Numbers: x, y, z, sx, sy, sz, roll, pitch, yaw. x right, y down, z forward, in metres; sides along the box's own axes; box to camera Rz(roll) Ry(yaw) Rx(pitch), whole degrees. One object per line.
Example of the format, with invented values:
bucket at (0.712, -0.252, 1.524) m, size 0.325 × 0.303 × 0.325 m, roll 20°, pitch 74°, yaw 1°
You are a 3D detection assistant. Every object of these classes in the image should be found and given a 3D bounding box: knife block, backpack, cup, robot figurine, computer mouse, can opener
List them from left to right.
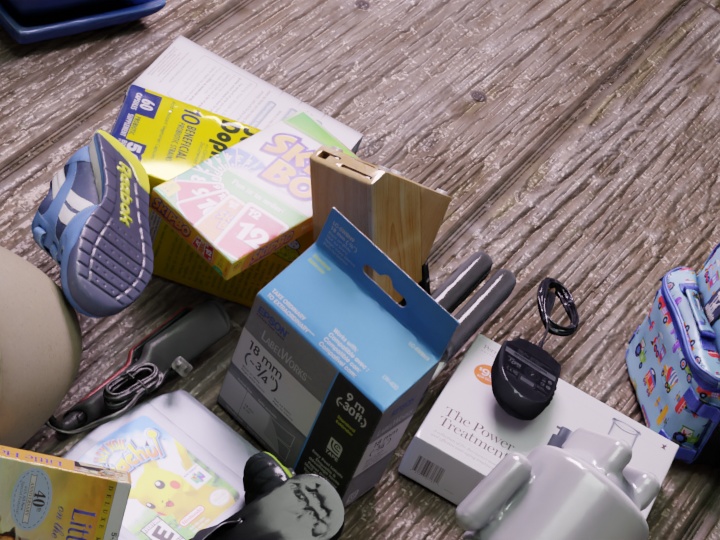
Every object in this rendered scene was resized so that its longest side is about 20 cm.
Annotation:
cup at (-0.292, 0.058, 1.447) m, size 0.200 × 0.200 × 0.143 m, roll 44°, pitch 27°, yaw 21°
knife block at (0.000, 0.000, 1.609) m, size 0.064 × 0.176 × 0.200 m, roll 23°, pitch 3°, yaw 26°
can opener at (0.058, 0.064, 1.653) m, size 0.053 × 0.067 × 0.200 m, roll 37°, pitch 52°, yaw 12°
computer mouse at (0.149, 0.068, 1.666) m, size 0.059 × 0.034 × 0.200 m, roll 34°, pitch 34°, yaw -1°
robot figurine at (0.142, 0.216, 1.490) m, size 0.200 × 0.113 × 0.170 m, roll -48°, pitch 113°, yaw -15°
backpack at (0.336, 0.057, 1.699) m, size 0.134 × 0.200 × 0.183 m, roll 8°, pitch 45°, yaw -17°

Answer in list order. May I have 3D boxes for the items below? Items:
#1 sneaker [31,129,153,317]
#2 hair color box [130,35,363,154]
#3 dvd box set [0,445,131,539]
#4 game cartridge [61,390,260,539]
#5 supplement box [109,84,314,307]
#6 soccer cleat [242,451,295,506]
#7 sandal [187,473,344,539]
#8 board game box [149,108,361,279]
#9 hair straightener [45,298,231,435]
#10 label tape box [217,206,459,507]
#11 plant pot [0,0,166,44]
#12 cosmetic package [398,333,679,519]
sneaker at (-0.213, -0.024, 1.522) m, size 0.074 × 0.082 × 0.200 m, roll 46°, pitch 23°, yaw -29°
hair color box at (-0.110, -0.128, 1.791) m, size 0.200 × 0.061 × 0.099 m, roll 29°, pitch 43°, yaw 6°
dvd box set at (-0.272, 0.191, 1.344) m, size 0.200 × 0.147 × 0.029 m, roll 14°, pitch 9°, yaw -12°
game cartridge at (-0.162, 0.173, 1.484) m, size 0.133 × 0.041 × 0.200 m, roll 34°, pitch 43°, yaw 17°
supplement box at (-0.130, -0.059, 1.676) m, size 0.200 × 0.110 × 0.109 m, roll 19°, pitch 42°, yaw -6°
soccer cleat at (-0.065, 0.228, 1.431) m, size 0.081 × 0.068 × 0.200 m, roll -7°, pitch 64°, yaw -22°
sandal at (-0.100, 0.212, 1.386) m, size 0.200 × 0.043 × 0.076 m, roll -40°, pitch 72°, yaw -16°
board game box at (-0.072, -0.069, 1.614) m, size 0.096 × 0.030 × 0.200 m, roll 43°, pitch 45°, yaw 17°
hair straightener at (-0.173, 0.076, 1.544) m, size 0.200 × 0.077 × 0.041 m, roll -32°, pitch 99°, yaw -43°
label tape box at (-0.023, 0.073, 1.523) m, size 0.144 × 0.200 × 0.063 m, roll 42°, pitch 46°, yaw 20°
plant pot at (-0.285, -0.335, 1.834) m, size 0.200 × 0.180 × 0.200 m, roll -20°, pitch 58°, yaw -37°
cosmetic package at (0.152, 0.157, 1.629) m, size 0.200 × 0.052 × 0.151 m, roll 29°, pitch 40°, yaw 6°
